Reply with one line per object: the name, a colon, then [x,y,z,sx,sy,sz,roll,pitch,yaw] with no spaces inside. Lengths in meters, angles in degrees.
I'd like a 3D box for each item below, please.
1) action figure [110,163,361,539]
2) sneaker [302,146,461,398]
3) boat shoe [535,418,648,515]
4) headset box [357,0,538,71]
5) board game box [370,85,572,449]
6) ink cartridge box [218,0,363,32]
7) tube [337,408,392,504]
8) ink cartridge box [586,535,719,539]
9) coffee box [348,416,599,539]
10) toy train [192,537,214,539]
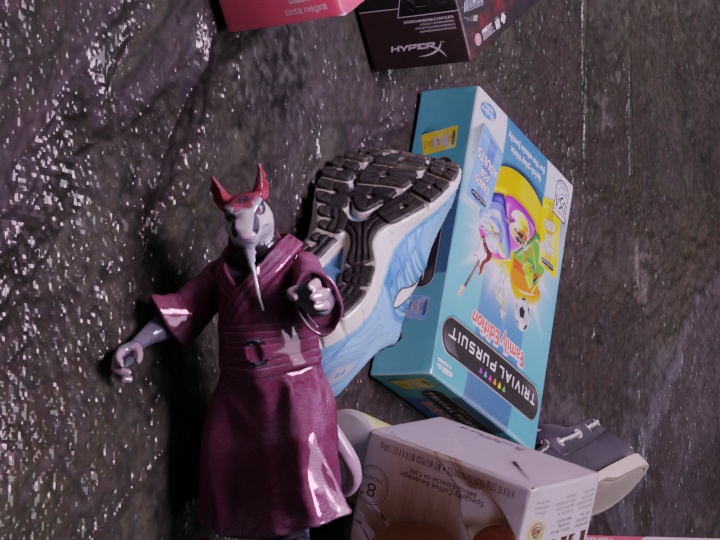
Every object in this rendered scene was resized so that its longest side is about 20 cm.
action figure: [-0.040,0.043,1.066,0.149,0.133,0.201,-13,101,-59]
sneaker: [0.000,0.000,1.217,0.200,0.078,0.090,-53,150,-42]
boat shoe: [0.128,0.142,1.426,0.200,0.073,0.063,-4,47,-53]
headset box: [0.046,-0.248,1.289,0.149,0.077,0.201,-43,125,-51]
board game box: [0.078,0.003,1.348,0.151,0.047,0.201,38,55,-51]
ink cartridge box: [-0.038,-0.255,1.144,0.147,0.082,0.201,-44,125,-51]
tube: [0.038,0.135,1.264,0.200,0.058,0.052,30,62,-52]
ink cartridge box: [0.199,0.294,1.423,0.085,0.145,0.201,44,52,-50]
coffee box: [0.053,0.198,1.169,0.080,0.114,0.201,-4,107,-55]
toy train: [-0.033,0.234,1.075,0.085,0.115,0.201,-57,133,-43]
